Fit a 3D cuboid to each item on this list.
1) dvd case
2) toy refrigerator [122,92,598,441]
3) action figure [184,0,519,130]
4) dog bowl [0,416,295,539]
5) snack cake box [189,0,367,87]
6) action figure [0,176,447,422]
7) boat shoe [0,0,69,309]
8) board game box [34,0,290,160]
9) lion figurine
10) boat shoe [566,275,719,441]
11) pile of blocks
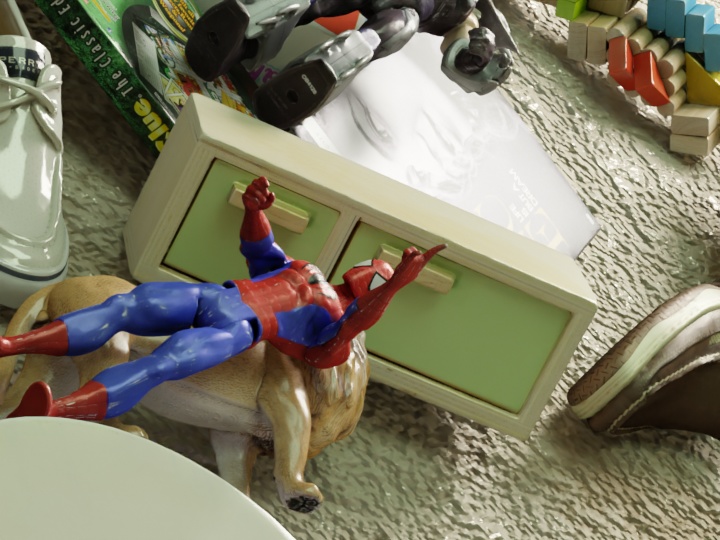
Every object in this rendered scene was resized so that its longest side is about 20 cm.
[{"bbox_3d":[0.045,-0.042,1.487,0.149,0.016,0.200,53,31,-5],"label":"dvd case"},{"bbox_3d":[0.000,0.000,1.342,0.200,0.076,0.070,24,16,-15],"label":"toy refrigerator"},{"bbox_3d":[0.011,-0.129,1.436,0.130,0.069,0.200,47,44,9],"label":"action figure"},{"bbox_3d":[-0.094,0.150,1.067,0.200,0.079,0.200,25,33,-18],"label":"dog bowl"},{"bbox_3d":[-0.050,-0.165,1.547,0.115,0.067,0.200,32,31,-11],"label":"snack cake box"},{"bbox_3d":[-0.050,0.006,1.173,0.200,0.099,0.065,-11,58,-44],"label":"action figure"},{"bbox_3d":[-0.163,-0.071,1.304,0.071,0.070,0.200,15,37,-32],"label":"boat shoe"},{"bbox_3d":[-0.102,-0.110,1.402,0.200,0.023,0.105,53,27,-7],"label":"board game box"},{"bbox_3d":[-0.077,0.041,1.232,0.200,0.072,0.123,25,46,-33],"label":"lion figurine"},{"bbox_3d":[0.175,0.051,1.479,0.075,0.075,0.202,50,32,10],"label":"boat shoe"},{"bbox_3d":[0.156,-0.141,1.706,0.200,0.082,0.062,40,31,4],"label":"pile of blocks"}]
